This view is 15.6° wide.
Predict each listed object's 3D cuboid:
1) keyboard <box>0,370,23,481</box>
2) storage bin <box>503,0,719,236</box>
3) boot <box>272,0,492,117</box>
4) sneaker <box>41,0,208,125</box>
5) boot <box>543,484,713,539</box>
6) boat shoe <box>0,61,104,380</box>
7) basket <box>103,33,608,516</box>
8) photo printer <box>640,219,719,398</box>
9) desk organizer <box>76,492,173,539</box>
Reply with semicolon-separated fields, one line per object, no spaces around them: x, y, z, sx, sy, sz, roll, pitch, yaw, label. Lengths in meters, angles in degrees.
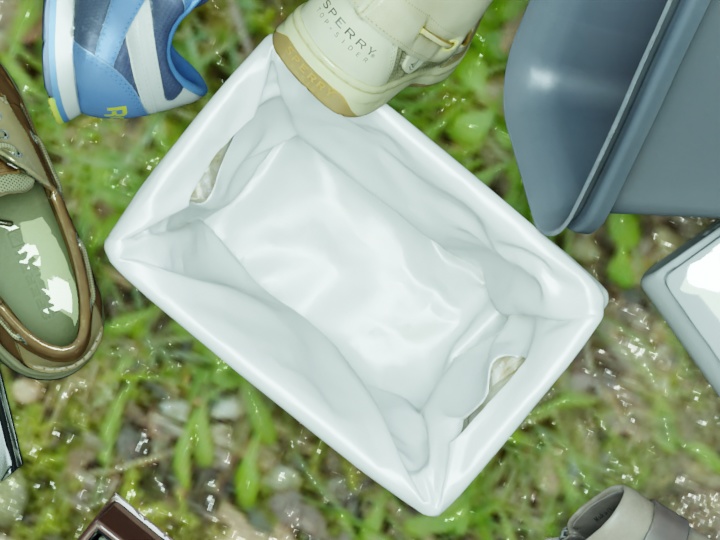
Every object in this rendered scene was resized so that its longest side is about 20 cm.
-0.248;0.024;1.293;0.127;0.021;0.201;-14;90;-4;keyboard
0.161;-0.115;1.164;0.134;0.146;0.200;8;130;-19;storage bin
0.052;-0.155;1.171;0.073;0.200;0.155;46;117;3;boot
-0.106;-0.166;1.247;0.082;0.074;0.201;4;113;-2;sneaker
0.167;0.154;1.227;0.146;0.070;0.200;44;123;-16;boot
-0.176;-0.043;1.255;0.075;0.074;0.201;-30;93;-13;boat shoe
0.000;0.000;1.233;0.200;0.123;0.136;39;93;1;basket
0.256;0.037;1.252;0.166;0.069;0.200;-36;91;1;photo printer
-0.157;0.210;1.266;0.072;0.077;0.200;39;93;0;desk organizer
